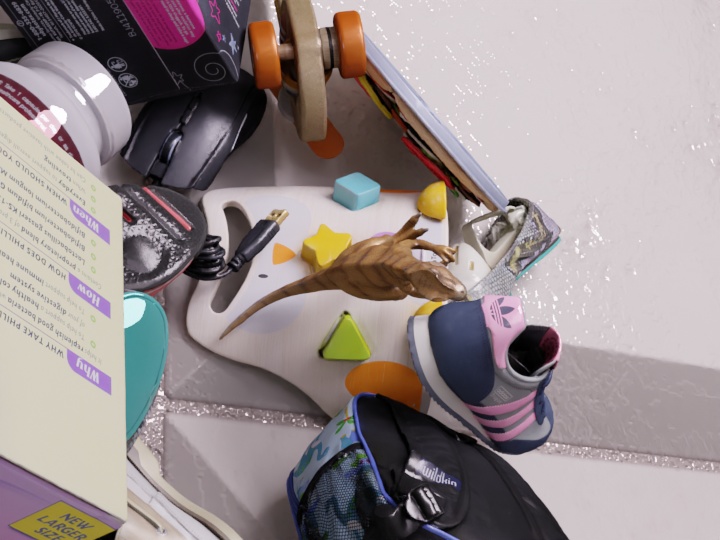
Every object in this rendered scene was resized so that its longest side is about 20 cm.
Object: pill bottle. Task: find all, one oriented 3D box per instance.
[{"bbox_3d":[-0.236,-0.056,0.721,0.113,0.113,0.200,44,52,-5],"label":"pill bottle"}]

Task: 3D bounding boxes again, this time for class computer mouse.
[{"bbox_3d":[-0.104,-0.083,0.832,0.140,0.046,0.200,28,51,10],"label":"computer mouse"}]

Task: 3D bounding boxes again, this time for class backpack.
[{"bbox_3d":[0.034,0.180,0.738,0.183,0.147,0.200,34,12,-21],"label":"backpack"}]

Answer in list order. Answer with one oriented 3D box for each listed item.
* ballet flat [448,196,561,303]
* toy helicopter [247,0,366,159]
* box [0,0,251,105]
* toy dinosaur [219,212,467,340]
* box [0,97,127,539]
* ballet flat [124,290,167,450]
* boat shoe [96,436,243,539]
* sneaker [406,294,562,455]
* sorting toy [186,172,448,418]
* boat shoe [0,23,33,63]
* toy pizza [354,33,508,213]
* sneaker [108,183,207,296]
[{"bbox_3d":[0.095,-0.001,0.931,0.072,0.072,0.200,47,45,-3],"label":"ballet flat"},{"bbox_3d":[-0.048,-0.176,0.893,0.078,0.133,0.201,-9,49,-5],"label":"toy helicopter"},{"bbox_3d":[-0.170,-0.220,0.771,0.200,0.131,0.115,60,28,-48],"label":"box"},{"bbox_3d":[0.000,0.000,0.760,0.106,0.199,0.061,-11,90,-41],"label":"toy dinosaur"},{"bbox_3d":[-0.199,0.013,0.530,0.176,0.096,0.201,45,26,-47],"label":"box"},{"bbox_3d":[-0.166,0.100,0.632,0.072,0.072,0.201,28,55,-18],"label":"ballet flat"},{"bbox_3d":[-0.126,0.166,0.684,0.200,0.075,0.068,39,40,21],"label":"boat shoe"},{"bbox_3d":[0.107,0.073,0.787,0.200,0.082,0.071,36,38,-55],"label":"sneaker"},{"bbox_3d":[-0.032,0.003,0.849,0.179,0.107,0.201,7,62,-8],"label":"sorting toy"},{"bbox_3d":[-0.294,-0.122,0.760,0.200,0.072,0.068,-31,123,-45],"label":"boat shoe"},{"bbox_3d":[0.044,-0.116,0.921,0.200,0.032,0.200,48,9,-10],"label":"toy pizza"},{"bbox_3d":[-0.183,0.017,0.732,0.074,0.087,0.200,47,59,2],"label":"sneaker"}]
